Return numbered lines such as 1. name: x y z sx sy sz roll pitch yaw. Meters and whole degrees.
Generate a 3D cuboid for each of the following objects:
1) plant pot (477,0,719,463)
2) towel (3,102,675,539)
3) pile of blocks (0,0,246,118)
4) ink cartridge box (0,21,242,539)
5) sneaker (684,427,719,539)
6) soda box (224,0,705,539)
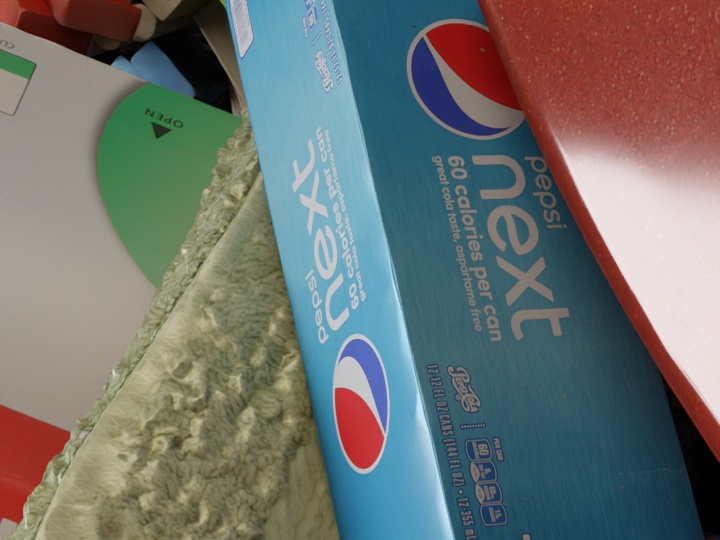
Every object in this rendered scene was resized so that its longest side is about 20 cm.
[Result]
1. plant pot: 0.146 -0.075 0.646 0.200 0.200 0.176 -5 44 -47
2. towel: 0.003 0.048 0.716 0.148 0.036 0.200 31 57 -6
3. pile of blocks: -0.059 -0.069 0.821 0.200 0.082 0.062 -5 11 26
4. ink cartridge box: -0.078 0.023 0.739 0.161 0.050 0.200 22 39 -6
5. sneaker: 0.134 0.030 0.722 0.075 0.085 0.200 7 46 27
6. soda box: 0.023 -0.001 0.689 0.068 0.064 0.200 -2 67 -24
